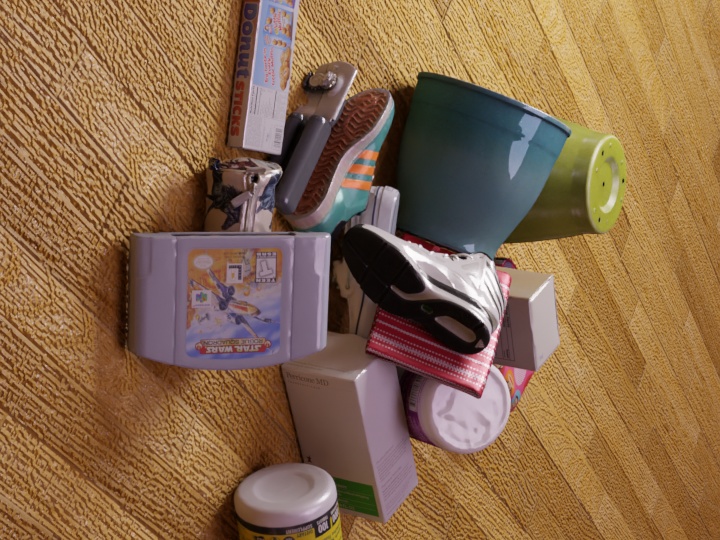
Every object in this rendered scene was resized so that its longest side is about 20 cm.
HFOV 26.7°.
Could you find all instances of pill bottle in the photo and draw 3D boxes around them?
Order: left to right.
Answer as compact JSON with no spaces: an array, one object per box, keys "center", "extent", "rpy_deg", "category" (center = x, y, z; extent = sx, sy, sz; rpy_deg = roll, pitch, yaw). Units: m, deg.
[{"center":[-0.072,0.323,1.661],"extent":[0.112,0.112,0.201],"rpy_deg":[-36,126,-50],"category":"pill bottle"},{"center":[0.087,0.149,1.795],"extent":[0.112,0.200,0.113],"rpy_deg":[-1,93,-21],"category":"pill bottle"}]

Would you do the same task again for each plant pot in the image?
[{"center":[0.129,-0.116,1.833],"extent":[0.200,0.199,0.189],"rpy_deg":[21,91,-58],"category":"plant pot"},{"center":[0.241,-0.121,2.002],"extent":[0.200,0.192,0.202],"rpy_deg":[-21,115,-56],"category":"plant pot"}]

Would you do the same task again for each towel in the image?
[{"center":[0.091,0.049,1.727],"extent":[0.201,0.144,0.023],"rpy_deg":[-70,-178,-45],"category":"towel"}]

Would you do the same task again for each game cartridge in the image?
[{"center":[-0.126,0.029,1.471],"extent":[0.199,0.042,0.134],"rpy_deg":[-1,96,-19],"category":"game cartridge"}]

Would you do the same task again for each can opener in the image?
[{"center":[-0.054,-0.144,1.644],"extent":[0.201,0.052,0.067],"rpy_deg":[-65,146,-26],"category":"can opener"}]

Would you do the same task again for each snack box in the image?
[{"center":[-0.099,-0.224,1.579],"extent":[0.072,0.024,0.202],"rpy_deg":[4,93,-58],"category":"snack box"}]

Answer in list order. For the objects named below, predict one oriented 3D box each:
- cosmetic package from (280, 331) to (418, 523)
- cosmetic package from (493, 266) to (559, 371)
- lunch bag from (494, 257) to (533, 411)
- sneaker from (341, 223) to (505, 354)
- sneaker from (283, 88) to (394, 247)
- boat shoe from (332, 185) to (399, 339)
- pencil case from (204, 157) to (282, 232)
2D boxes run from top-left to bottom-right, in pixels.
[{"center":[-0.010,0.178,1.738],"extent":[0.085,0.107,0.201],"rpy_deg":[-44,131,-43],"category":"cosmetic package"},{"center":[0.139,0.050,1.864],"extent":[0.071,0.199,0.106],"rpy_deg":[-41,132,-47],"category":"cosmetic package"},{"center":[0.186,0.075,2.062],"extent":[0.177,0.081,0.200],"rpy_deg":[-62,143,-31],"category":"lunch bag"},{"center":[0.077,0.003,1.710],"extent":[0.076,0.200,0.115],"rpy_deg":[-55,177,37],"category":"sneaker"},{"center":[-0.017,-0.113,1.702],"extent":[0.201,0.071,0.080],"rpy_deg":[-58,143,-22],"category":"sneaker"},{"center":[0.000,0.000,1.757],"extent":[0.074,0.066,0.201],"rpy_deg":[11,88,-80],"category":"boat shoe"},{"center":[-0.123,-0.013,1.529],"extent":[0.089,0.077,0.202],"rpy_deg":[-120,-146,-83],"category":"pencil case"}]
